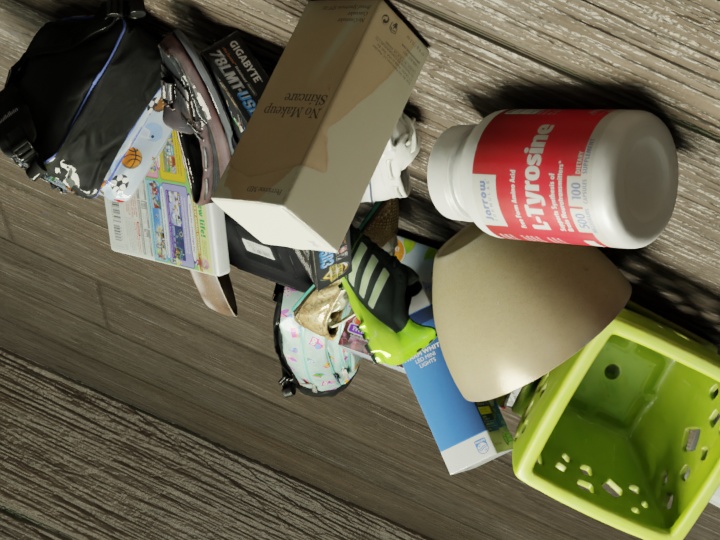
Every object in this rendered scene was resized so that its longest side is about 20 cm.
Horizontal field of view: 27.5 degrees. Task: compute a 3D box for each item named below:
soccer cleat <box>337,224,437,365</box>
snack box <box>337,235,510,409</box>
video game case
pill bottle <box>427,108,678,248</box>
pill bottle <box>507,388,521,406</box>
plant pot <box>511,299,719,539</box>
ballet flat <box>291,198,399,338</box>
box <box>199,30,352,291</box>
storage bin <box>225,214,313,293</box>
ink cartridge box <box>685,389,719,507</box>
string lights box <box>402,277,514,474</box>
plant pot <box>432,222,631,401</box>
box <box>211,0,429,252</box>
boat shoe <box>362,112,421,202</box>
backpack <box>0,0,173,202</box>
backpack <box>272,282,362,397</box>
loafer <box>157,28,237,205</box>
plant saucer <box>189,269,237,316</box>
[{"bbox_3d":[0.014,0.004,1.517,0.201,0.081,0.068,64,-179,22],"label":"soccer cleat"},{"bbox_3d":[0.093,0.055,1.654,0.199,0.143,0.053,19,172,13],"label":"snack box"},{"bbox_3d":[-0.216,-0.104,1.573,0.181,0.022,0.201,12,114,41],"label":"video game case"},{"bbox_3d":[0.158,-0.080,1.242,0.199,0.113,0.112,6,155,43],"label":"pill bottle"},{"bbox_3d":[0.187,0.103,1.725,0.199,0.114,0.113,8,156,41],"label":"pill bottle"},{"bbox_3d":[0.276,0.137,1.537,0.198,0.201,0.182,26,-164,-10],"label":"plant pot"},{"bbox_3d":[0.000,0.000,1.608,0.065,0.071,0.200,41,124,4],"label":"ballet flat"},{"bbox_3d":[-0.077,-0.101,1.422,0.199,0.049,0.200,58,171,19],"label":"box"},{"bbox_3d":[-0.097,-0.063,1.648,0.134,0.094,0.200,19,161,13],"label":"storage bin"},{"bbox_3d":[0.432,0.170,1.550,0.087,0.146,0.200,28,163,-7],"label":"ink cartridge box"},{"bbox_3d":[0.090,0.111,1.563,0.059,0.201,0.103,-26,170,14],"label":"string lights box"},{"bbox_3d":[0.147,0.016,1.449,0.135,0.200,0.200,54,155,-9],"label":"plant pot"},{"bbox_3d":[-0.032,-0.121,1.221,0.095,0.201,0.078,6,155,43],"label":"box"},{"bbox_3d":[0.024,-0.126,1.375,0.065,0.074,0.200,2,160,1],"label":"boat shoe"},{"bbox_3d":[-0.276,-0.166,1.462,0.190,0.201,0.154,24,166,48],"label":"backpack"},{"bbox_3d":[-0.048,0.061,1.873,0.126,0.168,0.200,1,156,6],"label":"backpack"},{"bbox_3d":[-0.159,-0.138,1.408,0.072,0.063,0.201,52,168,43],"label":"loafer"},{"bbox_3d":[-0.189,-0.037,1.710,0.032,0.201,0.200,-18,158,-1],"label":"plant saucer"}]
